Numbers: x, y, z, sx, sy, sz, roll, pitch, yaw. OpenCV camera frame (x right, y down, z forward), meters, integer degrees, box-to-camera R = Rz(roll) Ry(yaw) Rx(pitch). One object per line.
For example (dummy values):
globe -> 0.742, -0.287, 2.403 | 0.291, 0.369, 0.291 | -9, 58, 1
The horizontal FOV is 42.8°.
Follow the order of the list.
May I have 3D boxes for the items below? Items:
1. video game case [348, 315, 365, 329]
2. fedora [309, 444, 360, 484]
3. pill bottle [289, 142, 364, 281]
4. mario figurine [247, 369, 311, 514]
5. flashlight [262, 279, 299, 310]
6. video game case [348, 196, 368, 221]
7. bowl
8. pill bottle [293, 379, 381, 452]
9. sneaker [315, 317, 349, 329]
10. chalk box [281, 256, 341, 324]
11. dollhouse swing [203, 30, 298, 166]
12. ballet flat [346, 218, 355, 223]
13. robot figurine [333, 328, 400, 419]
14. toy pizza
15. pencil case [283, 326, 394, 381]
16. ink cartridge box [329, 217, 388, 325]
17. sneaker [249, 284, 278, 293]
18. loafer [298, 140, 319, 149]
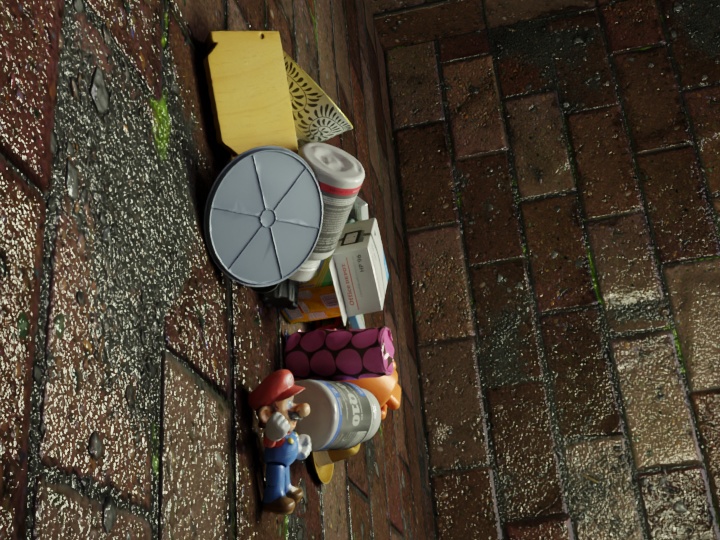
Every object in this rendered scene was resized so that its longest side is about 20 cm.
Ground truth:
video game case -> -0.017, 0.055, 1.861 | 0.202, 0.017, 0.144 | -100, 173, -46
fedora -> -0.047, 0.298, 1.710 | 0.201, 0.080, 0.205 | -9, 90, -81
pill bottle -> -0.076, -0.087, 1.443 | 0.111, 0.109, 0.202 | -83, -165, -60
mario figurine -> -0.102, 0.244, 1.332 | 0.123, 0.104, 0.204 | 11, -75, 63
flashlight -> -0.138, -0.036, 1.550 | 0.068, 0.066, 0.203 | 56, 31, -57
video game case -> -0.040, -0.098, 1.919 | 0.182, 0.022, 0.202 | 39, -32, 38
bowl -> -0.113, -0.286, 1.580 | 0.201, 0.094, 0.201 | 46, 2, -2
pill bottle -> -0.047, 0.242, 1.538 | 0.199, 0.112, 0.116 | 17, 63, -64
sneaker -> -0.057, 0.083, 1.905 | 0.201, 0.076, 0.086 | -87, 159, -55
chalk box -> -0.091, -0.027, 1.643 | 0.125, 0.121, 0.203 | 64, 18, -58
dollhouse swing -> -0.198, -0.257, 1.461 | 0.180, 0.174, 0.204 | -12, 94, -40
ballet flat -> -0.028, -0.012, 1.777 | 0.075, 0.073, 0.202 | 69, 37, -50
robot figurine -> -0.006, 0.198, 1.776 | 0.200, 0.143, 0.117 | 42, 64, -17
toy pizza -> -0.139, -0.078, 1.318 | 0.032, 0.198, 0.203 | 20, -50, 51
pencil case -> -0.035, 0.139, 1.584 | 0.094, 0.196, 0.092 | -69, 147, -43
ink cartridge box -> 0.000, 0.000, 1.576 | 0.201, 0.067, 0.118 | -75, 152, -68
sneaker -> -0.167, -0.074, 1.395 | 0.089, 0.073, 0.203 | -103, -174, -65
loafer -> -0.123, -0.270, 1.694 | 0.075, 0.069, 0.203 | 108, -41, -71
